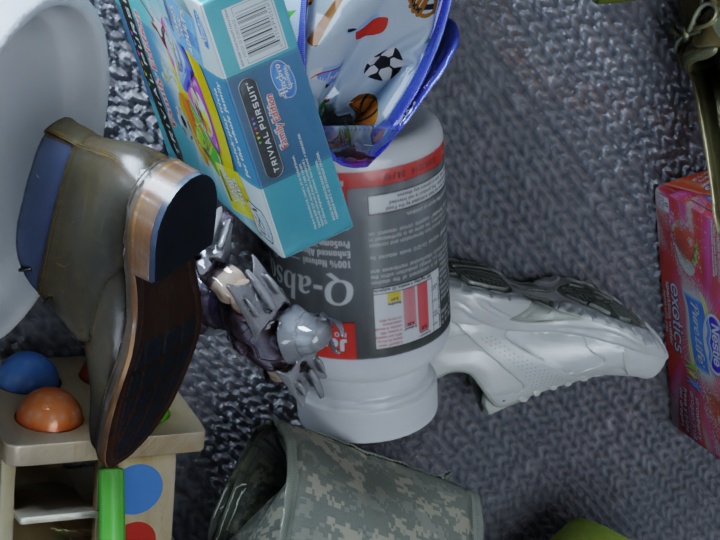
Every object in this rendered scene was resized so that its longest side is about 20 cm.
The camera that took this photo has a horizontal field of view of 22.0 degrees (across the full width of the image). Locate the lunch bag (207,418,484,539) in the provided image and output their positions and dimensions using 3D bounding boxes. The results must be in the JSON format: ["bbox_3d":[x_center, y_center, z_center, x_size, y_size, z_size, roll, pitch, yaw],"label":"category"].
[{"bbox_3d":[-0.010,0.206,1.152,0.163,0.117,0.202,22,61,-26],"label":"lunch bag"}]

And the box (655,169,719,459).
[{"bbox_3d":[0.284,0.030,1.340,0.099,0.095,0.202,-16,115,-18],"label":"box"}]

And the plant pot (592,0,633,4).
[{"bbox_3d":[0.220,-0.253,1.168,0.199,0.187,0.188,-26,119,2],"label":"plant pot"}]

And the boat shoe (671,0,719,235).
[{"bbox_3d":[0.243,-0.124,1.241,0.063,0.073,0.203,-14,87,-13],"label":"boat shoe"}]

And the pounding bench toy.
[{"bbox_3d":[-0.161,0.146,1.114,0.123,0.200,0.157,-2,111,-24],"label":"pounding bench toy"}]

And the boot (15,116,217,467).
[{"bbox_3d":[-0.143,0.010,1.029,0.075,0.096,0.201,-31,145,-51],"label":"boot"}]

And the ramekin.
[{"bbox_3d":[-0.223,-0.067,1.008,0.097,0.200,0.202,17,105,11],"label":"ramekin"}]

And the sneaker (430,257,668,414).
[{"bbox_3d":[0.119,0.056,1.294,0.198,0.078,0.100,13,110,-19],"label":"sneaker"}]

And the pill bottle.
[{"bbox_3d":[0.000,0.000,1.183,0.115,0.116,0.202,-12,114,-20],"label":"pill bottle"}]

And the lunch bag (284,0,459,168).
[{"bbox_3d":[-0.021,-0.175,1.076,0.123,0.170,0.202,1,107,-27],"label":"lunch bag"}]

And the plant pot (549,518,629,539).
[{"bbox_3d":[0.145,0.288,1.334,0.187,0.187,0.201,39,76,-31],"label":"plant pot"}]

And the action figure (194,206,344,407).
[{"bbox_3d":[-0.087,0.016,1.099,0.069,0.199,0.131,-46,134,-34],"label":"action figure"}]

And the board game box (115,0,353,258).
[{"bbox_3d":[-0.082,-0.111,1.052,0.047,0.200,0.152,-25,118,-15],"label":"board game box"}]
